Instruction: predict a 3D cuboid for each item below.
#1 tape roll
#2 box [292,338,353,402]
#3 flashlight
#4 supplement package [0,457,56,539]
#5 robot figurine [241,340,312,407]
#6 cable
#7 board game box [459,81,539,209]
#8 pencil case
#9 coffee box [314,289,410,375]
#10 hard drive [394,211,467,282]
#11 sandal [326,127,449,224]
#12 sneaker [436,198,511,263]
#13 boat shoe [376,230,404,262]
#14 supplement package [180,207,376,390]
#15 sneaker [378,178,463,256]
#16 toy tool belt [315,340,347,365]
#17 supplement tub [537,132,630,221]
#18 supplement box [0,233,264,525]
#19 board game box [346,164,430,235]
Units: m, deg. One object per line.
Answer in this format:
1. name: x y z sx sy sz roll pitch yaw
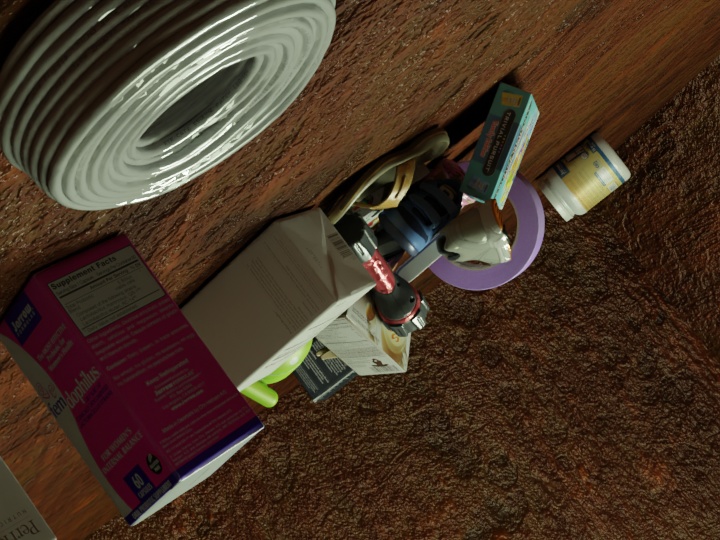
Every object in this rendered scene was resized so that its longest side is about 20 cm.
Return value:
1. tape roll: 0.186 -0.072 1.877 0.200 0.201 0.066 -39 172 16
2. box: -0.054 0.203 2.827 0.196 0.124 0.200 -36 173 2
3. flashlight: 0.025 0.008 1.553 0.200 0.067 0.068 55 46 -47
4. supplement package: -0.285 0.114 0.649 0.117 0.200 0.117 -41 173 34
5. robot figurine: -0.131 0.096 1.689 0.176 0.115 0.200 -66 -174 -17
6. cable: -0.104 -0.108 0.653 0.200 0.069 0.200 -32 172 -39
7. board game box: 0.194 -0.165 1.643 0.200 0.047 0.152 -3 114 -79
8. pencil case: 0.083 -0.081 1.791 0.200 0.083 0.087 -41 -175 23
9. coffee box: -0.004 0.055 1.653 0.079 0.115 0.200 -6 151 25
10. hard drive: 0.104 -0.030 1.720 0.132 0.025 0.200 -40 179 1
11. sandal: 0.044 -0.111 1.488 0.199 0.054 0.080 -33 172 -27
12. sneaker: 0.144 -0.043 1.562 0.091 0.076 0.200 -18 168 6
13. boat shoe: -0.001 0.001 1.750 0.198 0.068 0.074 -25 -167 24
14. supplement package: -0.105 0.038 1.426 0.200 0.122 0.120 -40 173 25
15. sneaker: 0.083 -0.078 1.563 0.082 0.074 0.200 -40 -178 22
16. toy tool belt: -0.024 0.084 1.852 0.125 0.123 0.200 -37 -152 -9
17. supplement tub: 0.561 -0.233 3.012 0.200 0.145 0.145 -39 173 11
18. supplement box: -0.190 0.087 0.978 0.103 0.200 0.101 -29 169 -45
19. board game box: 0.012 -0.078 1.637 0.126 0.035 0.200 -35 173 -21
